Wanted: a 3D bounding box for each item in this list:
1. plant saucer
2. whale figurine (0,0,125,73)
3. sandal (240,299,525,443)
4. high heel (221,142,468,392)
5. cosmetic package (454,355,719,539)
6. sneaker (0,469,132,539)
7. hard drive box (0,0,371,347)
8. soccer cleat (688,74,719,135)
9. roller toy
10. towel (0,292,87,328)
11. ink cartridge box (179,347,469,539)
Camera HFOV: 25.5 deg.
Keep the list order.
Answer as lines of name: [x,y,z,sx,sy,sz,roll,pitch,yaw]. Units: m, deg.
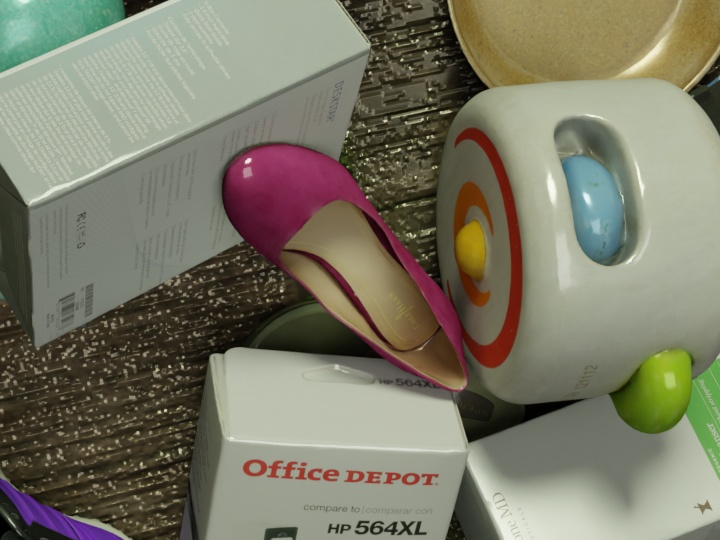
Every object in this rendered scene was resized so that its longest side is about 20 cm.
plant saucer: [0.141,-0.188,0.982,0.199,0.035,0.201,-4,105,-15]
whale figurine: [-0.221,-0.145,0.841,0.199,0.104,0.160,19,72,-16]
sandal: [0.019,0.071,0.999,0.200,0.057,0.080,13,99,-18]
high heel: [0.000,0.000,0.871,0.067,0.096,0.200,-45,145,8]
cosmetic package: [0.166,0.137,1.017,0.199,0.085,0.108,-20,67,-14]
sneaker: [-0.197,0.174,0.940,0.200,0.100,0.070,37,94,-20]
hard drive box: [-0.105,-0.064,0.850,0.199,0.156,0.077,-27,70,-23]
soccer cleat: [0.260,-0.103,1.028,0.200,0.070,0.087,-32,147,-19]
roller toy: [0.120,-0.018,0.920,0.139,0.200,0.183,-5,116,-15]
towel: [-0.230,-0.063,0.917,0.199,0.022,0.147,18,97,-17]
ink cartridge box: [-0.030,0.154,0.957,0.145,0.084,0.201,4,123,-12]
